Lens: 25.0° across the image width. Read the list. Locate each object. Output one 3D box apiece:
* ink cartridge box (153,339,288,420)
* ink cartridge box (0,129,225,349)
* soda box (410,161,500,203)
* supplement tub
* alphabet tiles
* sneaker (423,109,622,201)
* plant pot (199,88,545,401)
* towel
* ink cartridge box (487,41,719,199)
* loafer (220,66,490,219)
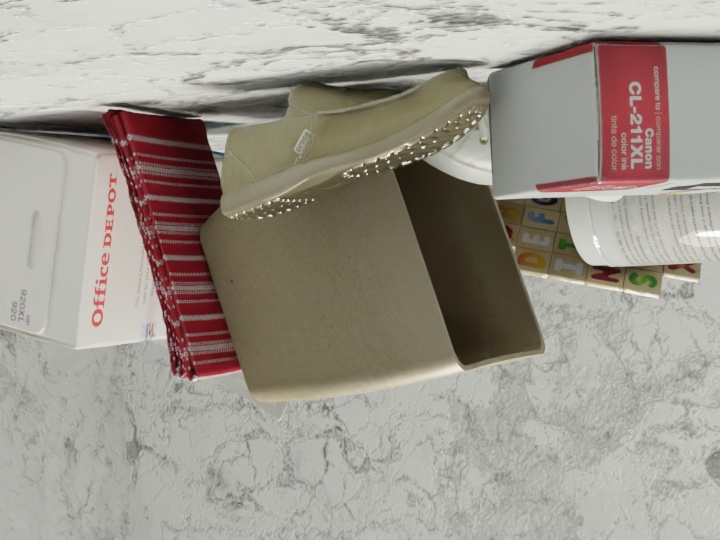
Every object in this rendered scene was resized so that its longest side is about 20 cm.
[{"bbox_3d":[-0.070,0.003,1.361,0.160,0.202,0.050,28,-174,33],"label":"ink cartridge box"},{"bbox_3d":[-0.205,-0.029,1.290,0.143,0.149,0.199,12,-173,31],"label":"ink cartridge box"},{"bbox_3d":[0.077,-0.083,1.385,0.068,0.064,0.200,-42,168,14],"label":"soda box"},{"bbox_3d":[0.284,-0.072,1.362,0.198,0.134,0.132,-2,180,27],"label":"supplement tub"},{"bbox_3d":[0.211,-0.037,1.473,0.197,0.006,0.167,10,-143,8],"label":"alphabet tiles"},{"bbox_3d":[0.123,-0.107,1.141,0.198,0.073,0.085,6,141,-27],"label":"sneaker"},{"bbox_3d":[0.000,0.000,1.199,0.175,0.202,0.200,-22,172,23],"label":"plant pot"},{"bbox_3d":[-0.125,-0.021,1.190,0.022,0.202,0.144,-17,176,19],"label":"towel"},{"bbox_3d":[0.198,-0.091,1.005,0.197,0.084,0.145,-2,179,-21],"label":"ink cartridge box"},{"bbox_3d":[-0.013,-0.092,1.039,0.198,0.069,0.076,-20,175,23],"label":"loafer"}]
